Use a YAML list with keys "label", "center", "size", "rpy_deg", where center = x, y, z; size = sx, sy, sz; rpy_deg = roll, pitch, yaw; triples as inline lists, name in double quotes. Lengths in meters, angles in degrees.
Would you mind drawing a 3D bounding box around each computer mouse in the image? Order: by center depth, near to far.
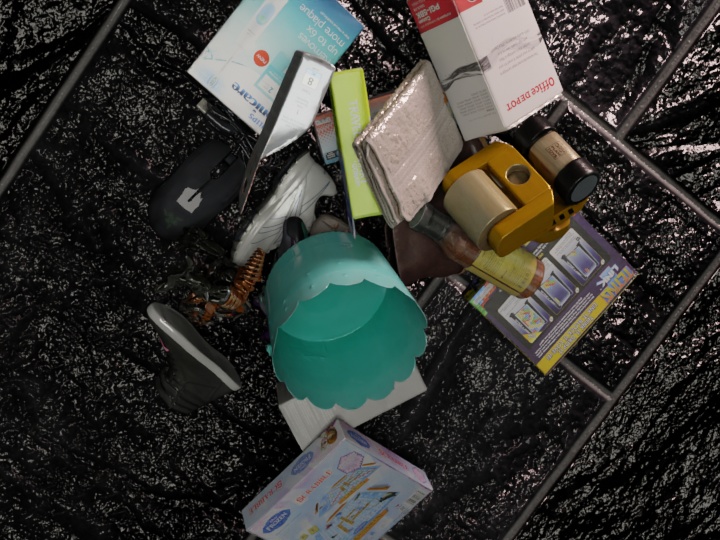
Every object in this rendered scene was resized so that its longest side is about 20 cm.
- label: "computer mouse"
  center: [-0.217, -0.123, 1.325]
  size: [0.138, 0.053, 0.201]
  rpy_deg: [40, 94, -11]

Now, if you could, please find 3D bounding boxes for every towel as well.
- label: "towel"
  center: [0.065, -0.160, 1.219]
  size: [0.034, 0.201, 0.134]
  rpy_deg: [0, 131, 36]

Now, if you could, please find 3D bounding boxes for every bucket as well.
- label: "bucket"
  center: [-0.027, 0.061, 1.242]
  size: [0.203, 0.135, 0.210]
  rpy_deg: [-8, 124, -12]

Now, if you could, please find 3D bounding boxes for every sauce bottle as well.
- label: "sauce bottle"
  center: [0.155, -0.031, 1.294]
  size: [0.198, 0.066, 0.067]
  rpy_deg: [30, 96, -22]

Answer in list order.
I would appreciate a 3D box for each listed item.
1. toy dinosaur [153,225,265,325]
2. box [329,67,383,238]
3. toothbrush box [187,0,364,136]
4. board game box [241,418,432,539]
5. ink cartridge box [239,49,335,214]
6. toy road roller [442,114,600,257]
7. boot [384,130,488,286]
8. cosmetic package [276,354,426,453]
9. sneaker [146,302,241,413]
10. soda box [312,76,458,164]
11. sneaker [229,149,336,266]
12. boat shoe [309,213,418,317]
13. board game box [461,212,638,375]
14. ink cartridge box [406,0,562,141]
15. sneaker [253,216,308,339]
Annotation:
- label: "toy dinosaur"
  center: [-0.190, 0.009, 1.299]
  size: [0.135, 0.103, 0.200]
  rpy_deg: [36, 119, -23]
- label: "box"
  center: [-0.006, -0.152, 1.239]
  size: [0.047, 0.122, 0.204]
  rpy_deg: [-9, 101, -1]
- label: "toothbrush box"
  center: [-0.113, -0.293, 1.288]
  size: [0.146, 0.085, 0.201]
  rpy_deg: [40, 96, -11]
- label: "board game box"
  center: [-0.031, 0.324, 1.371]
  size: [0.200, 0.041, 0.199]
  rpy_deg: [-44, 128, 12]
- label: "ink cartridge box"
  center: [-0.094, -0.168, 1.191]
  size: [0.047, 0.160, 0.203]
  rpy_deg: [21, 100, -12]
- label: "toy road roller"
  center: [0.212, -0.088, 1.273]
  size: [0.198, 0.147, 0.123]
  rpy_deg: [-31, 59, -12]
- label: "boot"
  center: [0.107, -0.085, 1.321]
  size: [0.164, 0.072, 0.204]
  rpy_deg: [-16, 111, -33]
- label: "cosmetic package"
  center: [-0.013, 0.163, 1.368]
  size: [0.198, 0.107, 0.091]
  rpy_deg: [-30, 102, -1]
- label: "sneaker"
  center: [-0.253, 0.129, 1.327]
  size: [0.098, 0.071, 0.201]
  rpy_deg: [-34, 133, 3]
- label: "soda box"
  center: [0.034, -0.207, 1.327]
  size: [0.196, 0.064, 0.070]
  rpy_deg: [-17, 102, -1]
- label: "sneaker"
  center: [-0.109, -0.066, 1.338]
  size: [0.087, 0.075, 0.201]
  rpy_deg: [37, 96, -16]
- label: "boat shoe"
  center: [0.000, 0.000, 1.357]
  size: [0.074, 0.073, 0.200]
  rpy_deg: [-39, 107, 6]
- label: "board game box"
  center: [0.271, 0.019, 1.392]
  size: [0.165, 0.057, 0.200]
  rpy_deg: [42, 94, -13]
- label: "ink cartridge box"
  center: [0.167, -0.294, 1.281]
  size: [0.146, 0.082, 0.203]
  rpy_deg: [-33, 104, -38]
- label: "sneaker"
  center: [-0.110, 0.021, 1.329]
  size: [0.086, 0.075, 0.203]
  rpy_deg: [0, 122, 4]
